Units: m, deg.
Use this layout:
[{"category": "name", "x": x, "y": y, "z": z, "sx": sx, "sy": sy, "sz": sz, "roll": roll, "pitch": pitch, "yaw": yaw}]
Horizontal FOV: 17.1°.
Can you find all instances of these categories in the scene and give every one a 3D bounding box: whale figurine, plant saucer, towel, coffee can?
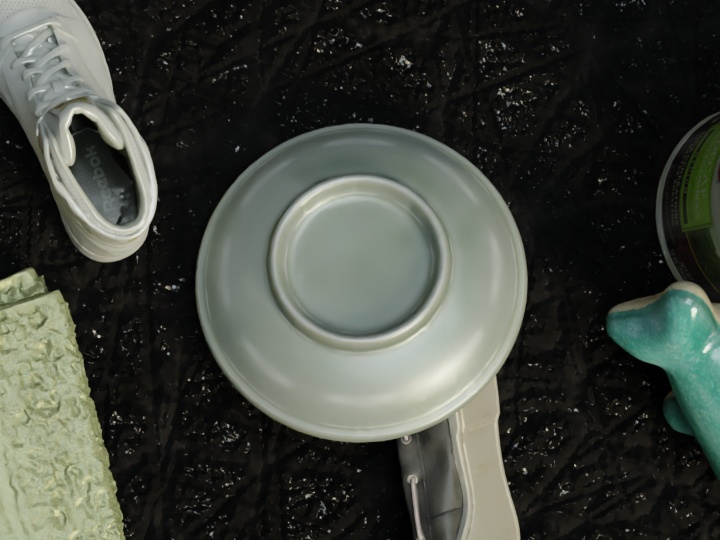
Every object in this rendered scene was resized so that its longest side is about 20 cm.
[{"category": "whale figurine", "x": 0.238, "y": 0.082, "z": 1.458, "sx": 0.200, "sy": 0.159, "sz": 0.104, "roll": 32, "pitch": 58, "yaw": -26}, {"category": "plant saucer", "x": 0.000, "y": 0.000, "z": 1.424, "sx": 0.200, "sy": 0.050, "sz": 0.200, "roll": 0, "pitch": 73, "yaw": 1}, {"category": "towel", "x": -0.220, "y": 0.110, "z": 1.402, "sx": 0.148, "sy": 0.036, "sz": 0.200, "roll": -17, "pitch": 91, "yaw": -15}, {"category": "coffee can", "x": 0.283, "y": -0.041, "z": 1.455, "sx": 0.146, "sy": 0.200, "sz": 0.147, "roll": 1, "pitch": 86, "yaw": -14}]

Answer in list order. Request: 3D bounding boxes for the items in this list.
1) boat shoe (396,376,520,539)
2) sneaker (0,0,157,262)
[{"category": "boat shoe", "x": 0.055, "y": 0.138, "z": 1.469, "sx": 0.067, "sy": 0.057, "sz": 0.200, "roll": -6, "pitch": 92, "yaw": -50}, {"category": "sneaker", "x": -0.169, "y": -0.105, "z": 1.386, "sx": 0.074, "sy": 0.116, "sz": 0.200, "roll": -27, "pitch": 91, "yaw": -12}]
